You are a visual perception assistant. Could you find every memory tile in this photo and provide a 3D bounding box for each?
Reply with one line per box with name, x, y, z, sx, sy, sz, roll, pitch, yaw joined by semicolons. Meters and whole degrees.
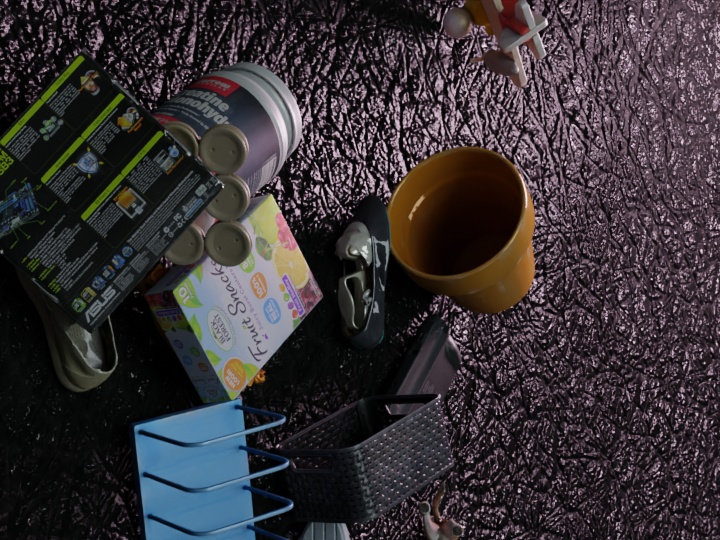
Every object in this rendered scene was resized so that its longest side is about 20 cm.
memory tile;-0.209;-0.078;1.386;0.017;0.198;0.155;-68;158;-66

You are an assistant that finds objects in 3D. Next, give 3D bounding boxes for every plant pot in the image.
plant pot;0.155;-0.035;1.848;0.183;0.198;0.202;52;47;-54

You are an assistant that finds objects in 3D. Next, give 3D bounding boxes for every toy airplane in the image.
toy airplane;0.189;-0.368;1.954;0.199;0.140;0.202;6;63;-81

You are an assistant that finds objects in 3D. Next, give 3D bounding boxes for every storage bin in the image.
storage bin;0.007;0.228;1.659;0.199;0.134;0.095;-22;102;-49

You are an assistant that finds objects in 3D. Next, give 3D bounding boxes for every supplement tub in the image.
supplement tub;-0.169;-0.133;1.491;0.200;0.139;0.141;-45;119;-43

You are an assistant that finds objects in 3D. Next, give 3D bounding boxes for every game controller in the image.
game controller;0.081;0.158;1.844;0.201;0.042;0.105;-58;142;-36

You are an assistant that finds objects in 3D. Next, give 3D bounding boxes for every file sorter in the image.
file sorter;-0.150;0.256;1.445;0.138;0.122;0.202;-11;100;-37

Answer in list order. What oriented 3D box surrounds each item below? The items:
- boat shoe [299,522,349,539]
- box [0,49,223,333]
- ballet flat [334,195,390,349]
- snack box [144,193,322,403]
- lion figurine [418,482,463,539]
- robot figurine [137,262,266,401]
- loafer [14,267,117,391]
boat shoe;-0.046;0.397;1.642;0.062;0.071;0.202;31;63;-72
box;-0.267;-0.076;1.318;0.193;0.048;0.200;42;84;-8
ballet flat;0.000;0.000;1.736;0.073;0.073;0.202;8;81;-49
snack box;-0.134;0.028;1.489;0.200;0.053;0.143;-49;119;-44
lion figurine;0.116;0.396;1.818;0.123;0.072;0.202;72;18;-70
robot figurine;-0.169;0.053;1.531;0.201;0.058;0.145;59;46;-26
loafer;-0.292;0.026;1.377;0.075;0.068;0.202;-33;110;-47
